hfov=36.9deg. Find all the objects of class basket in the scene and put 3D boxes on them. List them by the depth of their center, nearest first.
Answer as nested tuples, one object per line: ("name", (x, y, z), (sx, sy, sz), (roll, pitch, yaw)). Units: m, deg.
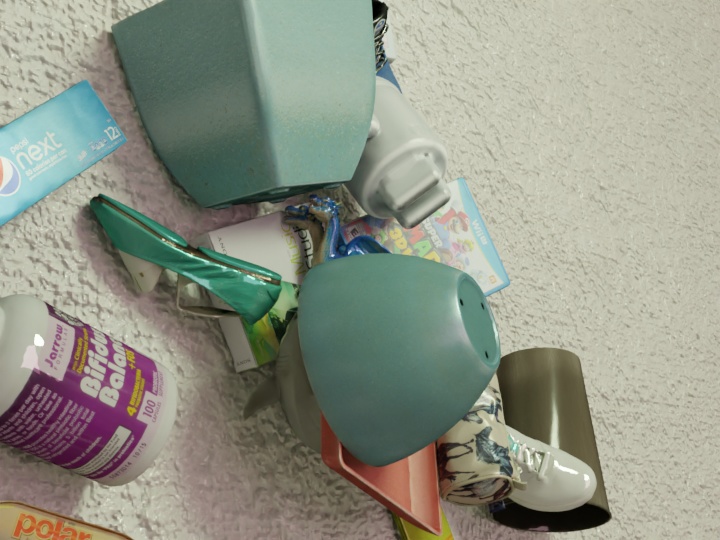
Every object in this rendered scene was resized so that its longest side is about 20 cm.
("basket", (0.231, 0.210, 1.353), (0.180, 0.135, 0.201), (31, 49, -45))

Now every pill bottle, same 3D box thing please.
("pill bottle", (-0.253, 0.087, 0.856), (0.200, 0.112, 0.113), (34, 52, -36))

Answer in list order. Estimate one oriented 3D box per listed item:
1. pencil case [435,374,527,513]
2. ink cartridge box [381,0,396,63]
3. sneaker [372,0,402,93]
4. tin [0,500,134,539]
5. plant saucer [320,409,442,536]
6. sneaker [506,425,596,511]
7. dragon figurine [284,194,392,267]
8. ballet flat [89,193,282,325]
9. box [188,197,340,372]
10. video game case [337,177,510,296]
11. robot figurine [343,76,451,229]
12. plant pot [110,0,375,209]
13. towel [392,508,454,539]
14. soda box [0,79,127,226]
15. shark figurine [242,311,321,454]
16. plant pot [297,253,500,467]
("pencil case", (0.123, 0.157, 1.168), (0.089, 0.078, 0.201), (-1, 52, -3))
("ink cartridge box", (-0.036, -0.359, 1.337), (0.162, 0.057, 0.201), (3, 78, -48))
("sneaker", (-0.003, -0.262, 1.240), (0.200, 0.089, 0.079), (53, 54, -34))
("tin", (-0.248, 0.252, 0.855), (0.200, 0.042, 0.113), (31, 57, -38))
("plant saucer", (0.015, 0.144, 1.074), (0.200, 0.037, 0.201), (44, 35, -44))
("sneaker", (0.170, 0.209, 1.223), (0.075, 0.199, 0.089), (-62, 158, -28))
("dragon figurine", (0.000, 0.000, 1.148), (0.199, 0.059, 0.100), (32, 64, -17))
("ballet flat", (-0.171, -0.001, 1.013), (0.199, 0.067, 0.071), (25, 91, -16))
("box", (-0.080, 0.010, 1.146), (0.200, 0.036, 0.145), (-22, 92, -50))
("video game case", (0.074, -0.014, 1.244), (0.199, 0.018, 0.144), (-23, 88, -35))
("robot figurine", (0.020, -0.138, 1.192), (0.200, 0.113, 0.170), (55, -2, 33))
("plant pot", (-0.100, -0.171, 1.083), (0.196, 0.195, 0.201), (-12, 90, -50))
("towel", (0.071, 0.292, 1.223), (0.086, 0.018, 0.201), (-21, 91, -56))
("soda box", (-0.295, -0.087, 0.916), (0.068, 0.064, 0.200), (58, 41, -14))
("shark figurine", (-0.032, 0.151, 1.096), (0.128, 0.089, 0.215), (-48, 130, -27))
("plant pot", (0.051, 0.066, 1.000), (0.200, 0.134, 0.201), (47, 31, -41))
